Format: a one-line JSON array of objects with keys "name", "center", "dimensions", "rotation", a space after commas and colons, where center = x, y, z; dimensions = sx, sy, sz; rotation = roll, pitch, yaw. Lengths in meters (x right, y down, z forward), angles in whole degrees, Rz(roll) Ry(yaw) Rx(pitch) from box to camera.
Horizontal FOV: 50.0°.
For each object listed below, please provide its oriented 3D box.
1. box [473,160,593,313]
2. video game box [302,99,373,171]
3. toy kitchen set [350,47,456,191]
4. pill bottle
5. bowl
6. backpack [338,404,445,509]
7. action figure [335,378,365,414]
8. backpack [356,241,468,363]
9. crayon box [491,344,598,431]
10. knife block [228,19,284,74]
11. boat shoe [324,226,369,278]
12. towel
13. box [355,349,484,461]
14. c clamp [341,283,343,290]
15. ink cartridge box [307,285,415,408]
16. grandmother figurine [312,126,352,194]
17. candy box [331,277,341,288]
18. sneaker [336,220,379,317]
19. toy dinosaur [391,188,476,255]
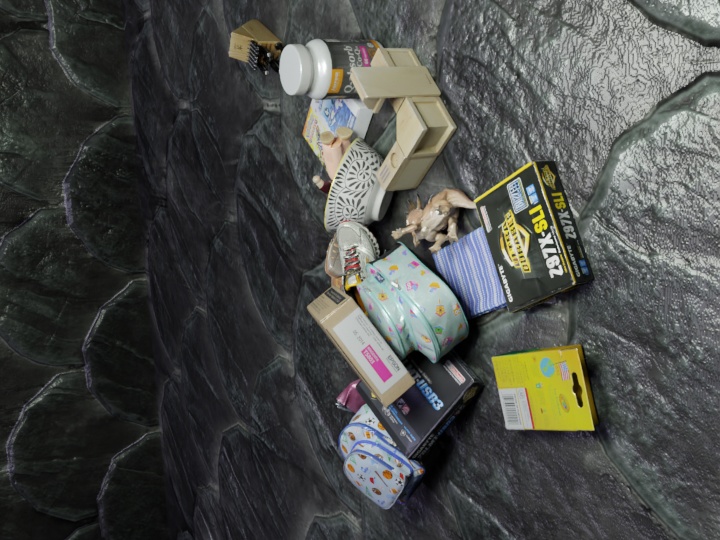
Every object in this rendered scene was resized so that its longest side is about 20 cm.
[{"name": "box", "center": [0.270, -0.051, 1.227], "dimensions": [0.159, 0.049, 0.202], "rotation": [-32, 70, 55]}, {"name": "video game box", "center": [-0.053, -0.328, 1.698], "dimensions": [0.183, 0.046, 0.201], "rotation": [59, 143, 36]}, {"name": "toy kitchen set", "center": [0.038, -0.282, 1.442], "dimensions": [0.202, 0.162, 0.181], "rotation": [66, 146, 25]}, {"name": "pill bottle", "center": [-0.052, -0.397, 1.527], "dimensions": [0.116, 0.198, 0.118], "rotation": [24, 118, 54]}, {"name": "bowl", "center": [0.010, -0.156, 1.551], "dimensions": [0.093, 0.201, 0.202], "rotation": [21, 124, 11]}, {"name": "backpack", "center": [0.046, 0.371, 1.567], "dimensions": [0.190, 0.154, 0.201], "rotation": [39, 133, 17]}, {"name": "action figure", "center": [0.034, 0.224, 1.633], "dimensions": [0.148, 0.134, 0.201], "rotation": [35, 107, 12]}, {"name": "backpack", "center": [0.097, 0.070, 1.397], "dimensions": [0.199, 0.153, 0.177], "rotation": [34, 155, 42]}, {"name": "crayon box", "center": [0.301, 0.189, 1.231], "dimensions": [0.199, 0.050, 0.129], "rotation": [-17, 83, 60]}, {"name": "knife block", "center": [-0.232, -0.556, 1.939], "dimensions": [0.201, 0.174, 0.065], "rotation": [-63, -9, -56]}, {"name": "boat shoe", "center": [-0.034, -0.041, 1.627], "dimensions": [0.075, 0.201, 0.072], "rotation": [36, 126, -7]}, {"name": "towel", "center": [0.200, 0.009, 1.382], "dimensions": [0.200, 0.024, 0.147], "rotation": [-31, 70, 57]}, {"name": "box", "center": [0.109, 0.221, 1.476], "dimensions": [0.199, 0.049, 0.200], "rotation": [-51, 49, 13]}, {"name": "c clamp", "center": [-0.007, 0.065, 1.597], "dimensions": [0.170, 0.027, 0.203], "rotation": [14, 93, 60]}, {"name": "ink cartridge box", "center": [-0.002, 0.133, 1.398], "dimensions": [0.201, 0.075, 0.165], "rotation": [54, 173, -13]}, {"name": "grandmother figurine", "center": [-0.042, -0.201, 1.649], "dimensions": [0.061, 0.120, 0.202], "rotation": [-97, -5, -52]}, {"name": "candy box", "center": [0.006, 0.025, 1.676], "dimensions": [0.199, 0.055, 0.117], "rotation": [11, 105, 58]}, {"name": "sneaker", "center": [0.000, 0.000, 1.494], "dimensions": [0.077, 0.082, 0.202], "rotation": [-18, 90, 26]}, {"name": "toy dinosaur", "center": [0.140, -0.105, 1.408], "dimensions": [0.086, 0.136, 0.199], "rotation": [44, 127, -17]}]
